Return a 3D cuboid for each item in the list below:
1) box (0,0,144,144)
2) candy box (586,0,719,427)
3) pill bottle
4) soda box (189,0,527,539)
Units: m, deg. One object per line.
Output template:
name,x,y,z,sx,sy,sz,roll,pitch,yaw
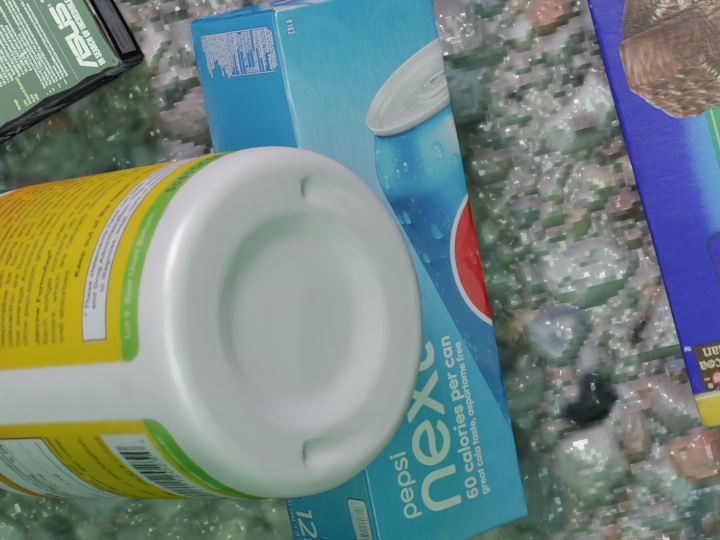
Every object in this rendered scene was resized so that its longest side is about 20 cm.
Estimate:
box,-0.196,-0.125,0.870,0.157,0.050,0.200,-29,96,8
candy box,0.177,-0.060,0.828,0.169,0.077,0.201,-14,99,20
pill bottle,-0.084,0.022,0.814,0.200,0.111,0.111,-6,102,47
soda box,0.000,0.000,0.858,0.068,0.064,0.201,-16,100,-32
